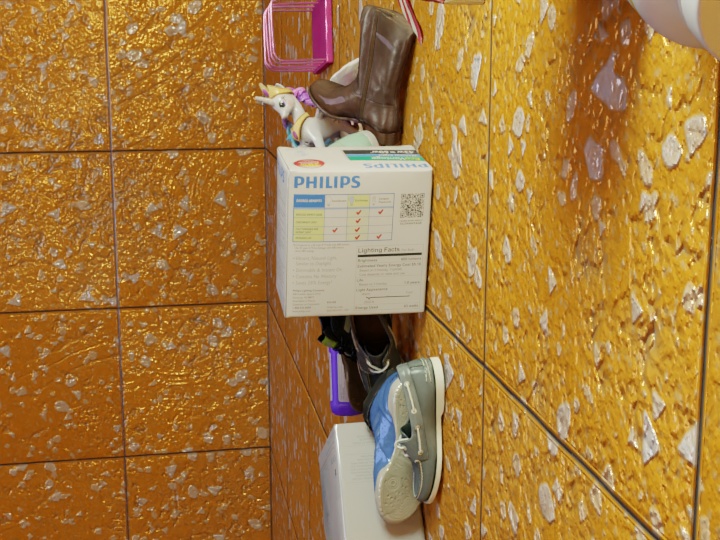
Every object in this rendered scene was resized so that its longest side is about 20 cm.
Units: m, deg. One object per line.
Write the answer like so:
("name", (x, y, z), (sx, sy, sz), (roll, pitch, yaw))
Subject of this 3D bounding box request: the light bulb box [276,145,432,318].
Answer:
("light bulb box", (-0.013, -0.055, 1.507), (0.125, 0.194, 0.204), (-120, 30, -66))

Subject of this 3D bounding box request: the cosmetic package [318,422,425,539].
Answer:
("cosmetic package", (0.013, 0.345, 1.663), (0.200, 0.120, 0.204), (111, 154, -66))

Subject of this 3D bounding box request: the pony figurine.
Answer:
("pony figurine", (-0.049, -0.232, 1.763), (0.202, 0.191, 0.167), (58, 149, 12))

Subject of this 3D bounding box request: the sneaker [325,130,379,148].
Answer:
("sneaker", (-0.010, -0.087, 1.603), (0.073, 0.117, 0.204), (-12, 97, 55))

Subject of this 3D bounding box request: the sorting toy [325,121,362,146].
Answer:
("sorting toy", (-0.030, -0.221, 1.931), (0.200, 0.105, 0.183), (133, 152, -76))

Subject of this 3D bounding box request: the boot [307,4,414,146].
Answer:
("boot", (0.000, -0.301, 1.600), (0.185, 0.064, 0.202), (32, 139, 28))

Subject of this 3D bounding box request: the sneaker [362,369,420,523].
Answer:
("sneaker", (0.046, 0.237, 1.559), (0.111, 0.075, 0.204), (-159, 71, -73))

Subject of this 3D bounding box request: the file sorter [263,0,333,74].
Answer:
("file sorter", (-0.132, -0.481, 2.294), (0.200, 0.123, 0.142), (-164, 72, -79))

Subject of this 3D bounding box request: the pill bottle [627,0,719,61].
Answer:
("pill bottle", (0.183, -0.193, 0.613), (0.201, 0.110, 0.114), (-106, 17, -51))

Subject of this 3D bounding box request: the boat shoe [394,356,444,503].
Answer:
("boat shoe", (0.072, 0.208, 1.462), (0.073, 0.061, 0.204), (-119, 29, -68))

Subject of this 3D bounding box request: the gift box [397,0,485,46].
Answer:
("gift box", (0.106, -0.267, 0.826), (0.185, 0.183, 0.204), (-133, 43, -75))

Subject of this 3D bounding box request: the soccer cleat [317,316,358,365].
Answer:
("soccer cleat", (-0.014, 0.106, 1.677), (0.201, 0.081, 0.068), (51, 141, 11))

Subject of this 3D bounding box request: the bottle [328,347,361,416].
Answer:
("bottle", (-0.020, 0.143, 1.932), (0.083, 0.064, 0.204), (-3, -88, -74))

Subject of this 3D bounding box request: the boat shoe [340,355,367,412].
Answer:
("boat shoe", (-0.003, 0.126, 1.842), (0.068, 0.071, 0.204), (-131, 38, -71))

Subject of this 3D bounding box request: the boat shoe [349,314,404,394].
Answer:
("boat shoe", (0.023, 0.123, 1.610), (0.068, 0.070, 0.204), (-62, -38, -72))
